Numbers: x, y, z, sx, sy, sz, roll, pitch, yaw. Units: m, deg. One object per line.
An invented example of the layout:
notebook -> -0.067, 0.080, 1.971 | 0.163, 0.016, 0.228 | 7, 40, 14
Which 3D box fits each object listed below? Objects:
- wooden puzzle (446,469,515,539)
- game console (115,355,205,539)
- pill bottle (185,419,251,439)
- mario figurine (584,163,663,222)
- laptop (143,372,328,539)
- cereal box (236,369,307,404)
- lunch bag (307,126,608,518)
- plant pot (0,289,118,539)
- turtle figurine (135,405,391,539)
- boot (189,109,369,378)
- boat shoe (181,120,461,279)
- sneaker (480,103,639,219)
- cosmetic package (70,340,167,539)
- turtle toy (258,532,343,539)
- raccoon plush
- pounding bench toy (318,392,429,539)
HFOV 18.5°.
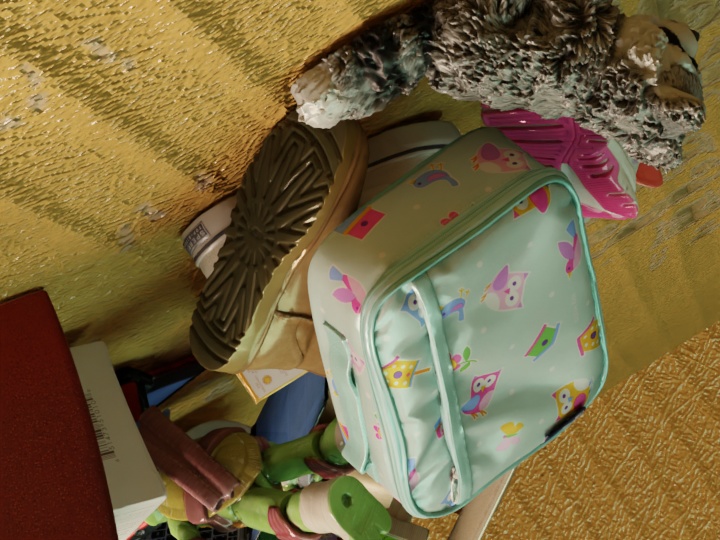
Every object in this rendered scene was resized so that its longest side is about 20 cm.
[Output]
wooden puzzle -> 0.105, 0.104, 1.581 | 0.185, 0.046, 0.200 | -65, 174, 12
game console -> -0.182, 0.158, 1.537 | 0.200, 0.172, 0.119 | -38, 140, 27
pill bottle -> -0.122, 0.193, 1.823 | 0.116, 0.116, 0.200 | -28, 168, -17
mario figurine -> 0.132, -0.046, 1.491 | 0.200, 0.106, 0.123 | -31, -152, 34
laptop -> -0.112, 0.116, 1.550 | 0.200, 0.116, 0.187 | -9, -158, 2
cereal box -> 0.000, 0.000, 1.388 | 0.200, 0.040, 0.144 | -32, -164, -3
lunch bag -> 0.053, 0.037, 1.205 | 0.160, 0.077, 0.200 | -37, 137, -22
plant pot -> -0.243, 0.156, 1.207 | 0.200, 0.176, 0.200 | -22, 165, -40
turtle figurine -> -0.043, 0.161, 1.358 | 0.194, 0.200, 0.144 | -19, 178, 41
boot -> 0.015, -0.007, 1.248 | 0.200, 0.066, 0.175 | 7, 123, -42
boat shoe -> -0.008, -0.029, 1.307 | 0.200, 0.070, 0.071 | -23, 165, -36
sneaker -> 0.126, -0.108, 1.333 | 0.081, 0.088, 0.200 | 5, 157, 16
cosmetic package -> -0.209, 0.141, 1.374 | 0.081, 0.113, 0.200 | -12, 160, -35
turtle toy -> -0.029, 0.234, 1.543 | 0.101, 0.146, 0.200 | -43, -163, -19
raccoon plush -> 0.082, -0.085, 1.142 | 0.200, 0.134, 0.097 | -32, 169, 3
pounding bench toy -> 0.003, 0.115, 1.613 | 0.200, 0.124, 0.156 | 131, -22, -65
